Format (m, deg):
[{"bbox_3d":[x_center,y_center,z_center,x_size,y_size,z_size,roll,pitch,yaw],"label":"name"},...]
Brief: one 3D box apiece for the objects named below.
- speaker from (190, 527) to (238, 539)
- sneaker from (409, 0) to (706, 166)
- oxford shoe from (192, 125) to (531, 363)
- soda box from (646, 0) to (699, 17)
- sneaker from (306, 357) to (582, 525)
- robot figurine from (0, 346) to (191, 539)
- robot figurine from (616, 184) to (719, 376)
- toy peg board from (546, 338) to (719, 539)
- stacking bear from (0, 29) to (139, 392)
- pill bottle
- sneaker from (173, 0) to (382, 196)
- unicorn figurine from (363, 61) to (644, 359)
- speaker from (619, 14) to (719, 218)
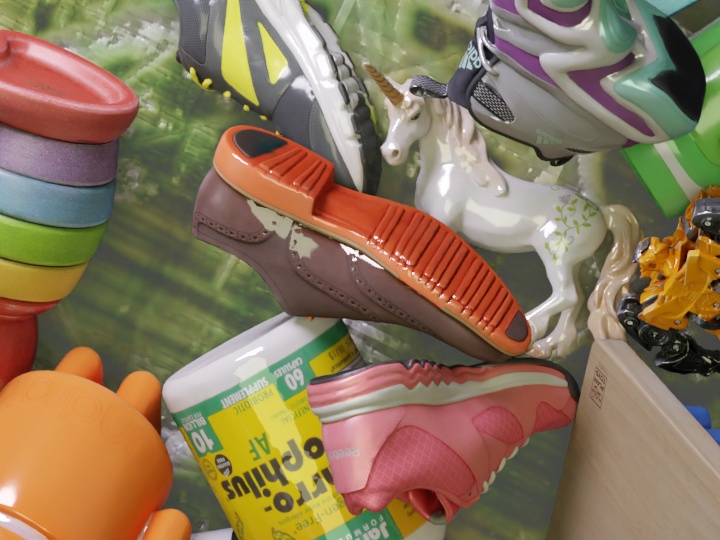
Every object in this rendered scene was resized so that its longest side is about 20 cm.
[{"bbox_3d":[-0.160,0.205,1.193,0.199,0.081,0.082,-10,95,6],"label":"speaker"},{"bbox_3d":[0.075,-0.129,1.061,0.139,0.078,0.200,-19,119,35],"label":"sneaker"},{"bbox_3d":[0.000,0.000,1.109,0.199,0.071,0.073,33,117,7],"label":"oxford shoe"},{"bbox_3d":[0.179,-0.183,1.134,0.199,0.064,0.068,-28,94,7],"label":"soda box"},{"bbox_3d":[0.049,0.096,1.124,0.073,0.199,0.087,-15,78,44],"label":"sneaker"},{"bbox_3d":[-0.180,0.137,1.126,0.144,0.201,0.116,45,139,-20],"label":"robot figurine"},{"bbox_3d":[0.242,0.020,1.124,0.199,0.058,0.145,23,138,-8],"label":"robot figurine"},{"bbox_3d":[0.183,0.169,1.104,0.097,0.200,0.200,5,110,-18],"label":"toy peg board"},{"bbox_3d":[-0.206,-0.021,1.163,0.113,0.121,0.201,23,107,11],"label":"stacking bear"},{"bbox_3d":[-0.020,0.128,1.158,0.112,0.113,0.201,-27,94,7],"label":"pill bottle"},{"bbox_3d":[-0.056,-0.118,1.162,0.084,0.074,0.201,-28,85,13],"label":"sneaker"},{"bbox_3d":[0.069,-0.029,1.163,0.199,0.074,0.138,15,97,-14],"label":"unicorn figurine"},{"bbox_3d":[0.234,-0.114,1.128,0.199,0.088,0.089,-34,93,7],"label":"speaker"}]
